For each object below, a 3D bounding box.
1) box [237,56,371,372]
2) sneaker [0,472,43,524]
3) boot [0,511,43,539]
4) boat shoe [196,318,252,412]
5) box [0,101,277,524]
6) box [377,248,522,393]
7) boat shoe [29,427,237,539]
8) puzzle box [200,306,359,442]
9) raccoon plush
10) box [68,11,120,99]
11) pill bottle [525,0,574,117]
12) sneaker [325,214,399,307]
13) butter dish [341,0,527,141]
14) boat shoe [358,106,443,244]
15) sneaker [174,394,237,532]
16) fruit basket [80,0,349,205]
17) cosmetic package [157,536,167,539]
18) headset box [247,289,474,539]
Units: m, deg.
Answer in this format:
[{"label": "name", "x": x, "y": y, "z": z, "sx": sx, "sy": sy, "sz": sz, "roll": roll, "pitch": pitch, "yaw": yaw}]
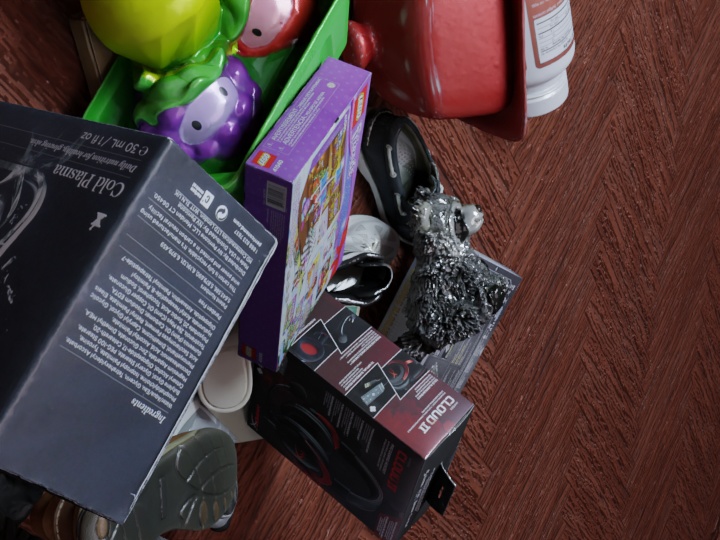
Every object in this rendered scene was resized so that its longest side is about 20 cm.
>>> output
[{"label": "box", "x": -0.045, "y": -0.039, "z": 0.729, "sx": 0.202, "sy": 0.039, "sz": 0.138, "roll": 100, "pitch": 15, "yaw": -46}, {"label": "sneaker", "x": -0.208, "y": 0.103, "z": 0.694, "sx": 0.060, "sy": 0.103, "sz": 0.203, "roll": 27, "pitch": 81, "yaw": -52}, {"label": "boot", "x": -0.251, "y": 0.268, "z": 0.713, "sx": 0.201, "sy": 0.179, "sz": 0.073, "roll": 108, "pitch": 6, "yaw": -46}, {"label": "boat shoe", "x": -0.117, "y": 0.015, "z": 0.799, "sx": 0.066, "sy": 0.057, "sz": 0.204, "roll": -1, "pitch": 102, "yaw": -15}, {"label": "box", "x": -0.192, "y": 0.017, "z": 0.603, "sx": 0.124, "sy": 0.198, "sz": 0.199, "roll": 44, "pitch": 68, "yaw": -48}, {"label": "box", "x": 0.087, "y": 0.069, "z": 1.088, "sx": 0.158, "sy": 0.048, "sz": 0.202, "roll": 20, "pitch": 99, "yaw": -53}, {"label": "boat shoe", "x": -0.159, "y": 0.156, "z": 0.705, "sx": 0.199, "sy": 0.073, "sz": 0.077, "roll": 4, "pitch": 87, "yaw": -68}, {"label": "puzzle box", "x": -0.079, "y": 0.093, "z": 0.929, "sx": 0.199, "sy": 0.025, "sz": 0.135, "roll": 3, "pitch": 100, "yaw": -53}, {"label": "raccoon plush", "x": 0.053, "y": 0.016, "z": 0.953, "sx": 0.200, "sy": 0.097, "sz": 0.134, "roll": -45, "pitch": 105, "yaw": -1}, {"label": "box", "x": -0.135, "y": -0.128, "z": 0.772, "sx": 0.163, "sy": 0.021, "sz": 0.203, "roll": -37, "pitch": 130, "yaw": -39}, {"label": "pill bottle", "x": 0.174, "y": -0.275, "z": 1.052, "sx": 0.112, "sy": 0.111, "sz": 0.202, "roll": -47, "pitch": 137, "yaw": -31}, {"label": "sneaker", "x": 0.000, "y": 0.001, "z": 0.922, "sx": 0.199, "sy": 0.114, "sz": 0.077, "roll": -17, "pitch": 116, "yaw": -49}, {"label": "butter dish", "x": 0.049, "y": -0.219, "z": 0.880, "sx": 0.146, "sy": 0.200, "sz": 0.202, "roll": -18, "pitch": 120, "yaw": -22}, {"label": "boat shoe", "x": 0.052, "y": -0.088, "z": 1.002, "sx": 0.076, "sy": 0.060, "sz": 0.200, "roll": -62, "pitch": 143, "yaw": -17}, {"label": "sneaker", "x": -0.162, "y": 0.208, "z": 0.798, "sx": 0.115, "sy": 0.074, "sz": 0.202, "roll": 43, "pitch": 67, "yaw": -31}, {"label": "fruit basket", "x": -0.110, "y": -0.167, "z": 0.665, "sx": 0.216, "sy": 0.154, "sz": 0.218, "roll": -53, "pitch": 156, "yaw": -36}, {"label": "cosmetic package", "x": -0.106, "y": 0.355, "z": 0.845, "sx": 0.124, "sy": 0.197, "sz": 0.201, "roll": -58, "pitch": 140, "yaw": -21}, {"label": "headset box", "x": 0.001, "y": 0.130, "z": 0.826, "sx": 0.075, "sy": 0.199, "sz": 0.150, "roll": -39, "pitch": 156, "yaw": -36}]
